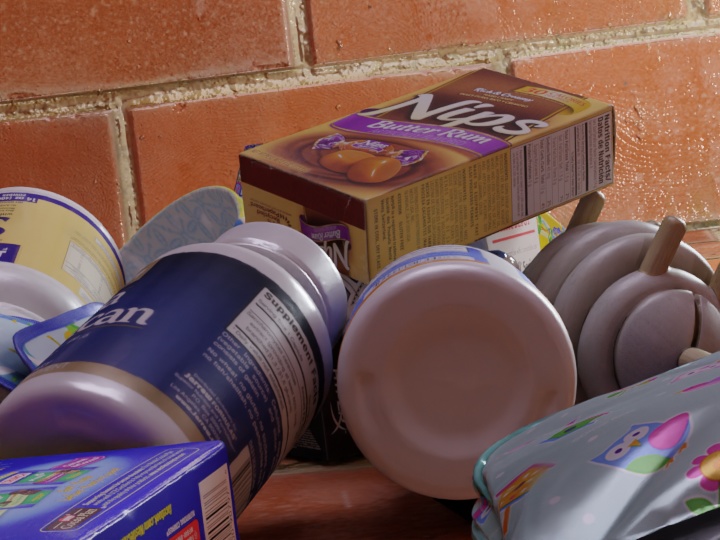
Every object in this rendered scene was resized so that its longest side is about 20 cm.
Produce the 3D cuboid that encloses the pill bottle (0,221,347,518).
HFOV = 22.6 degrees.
[{"bbox_3d":[-0.080,0.054,0.842,0.111,0.111,0.200,-5,23,26],"label":"pill bottle"}]

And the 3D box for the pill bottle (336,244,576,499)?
[{"bbox_3d":[0.046,0.044,0.914,0.112,0.112,0.200,-6,3,2],"label":"pill bottle"}]

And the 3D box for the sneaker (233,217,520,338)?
[{"bbox_3d":[0.000,0.000,1.090,0.200,0.077,0.076,-4,6,27],"label":"sneaker"}]

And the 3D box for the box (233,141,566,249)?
[{"bbox_3d":[0.028,-0.010,1.412,0.192,0.122,0.200,-4,-26,34],"label":"box"}]

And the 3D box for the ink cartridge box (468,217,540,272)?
[{"bbox_3d":[0.046,-0.009,1.180,0.200,0.067,0.117,-7,3,23],"label":"ink cartridge box"}]

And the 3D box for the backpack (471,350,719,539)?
[{"bbox_3d":[0.096,0.082,0.407,0.167,0.127,0.200,-10,0,0],"label":"backpack"}]

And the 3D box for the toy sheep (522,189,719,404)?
[{"bbox_3d":[0.157,0.031,1.067,0.138,0.138,0.200,-8,13,-18],"label":"toy sheep"}]

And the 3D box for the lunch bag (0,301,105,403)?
[{"bbox_3d":[-0.177,0.086,0.967,0.200,0.128,0.170,11,8,10],"label":"lunch bag"}]

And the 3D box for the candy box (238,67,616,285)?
[{"bbox_3d":[0.042,-0.061,1.069,0.200,0.057,0.117,-21,29,-36],"label":"candy box"}]

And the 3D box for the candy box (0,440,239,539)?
[{"bbox_3d":[-0.163,0.120,0.669,0.200,0.077,0.169,-5,5,14],"label":"candy box"}]

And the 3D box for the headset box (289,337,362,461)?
[{"bbox_3d":[0.025,0.067,1.187,0.200,0.077,0.149,-10,5,-29],"label":"headset box"}]

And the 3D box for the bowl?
[{"bbox_3d":[-0.118,0.048,1.304,0.108,0.200,0.200,39,-21,-27],"label":"bowl"}]

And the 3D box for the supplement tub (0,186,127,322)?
[{"bbox_3d":[-0.230,0.044,1.174,0.145,0.146,0.200,-6,23,1],"label":"supplement tub"}]

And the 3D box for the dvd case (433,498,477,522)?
[{"bbox_3d":[0.134,0.099,0.934,0.200,0.018,0.143,-6,4,-11],"label":"dvd case"}]
